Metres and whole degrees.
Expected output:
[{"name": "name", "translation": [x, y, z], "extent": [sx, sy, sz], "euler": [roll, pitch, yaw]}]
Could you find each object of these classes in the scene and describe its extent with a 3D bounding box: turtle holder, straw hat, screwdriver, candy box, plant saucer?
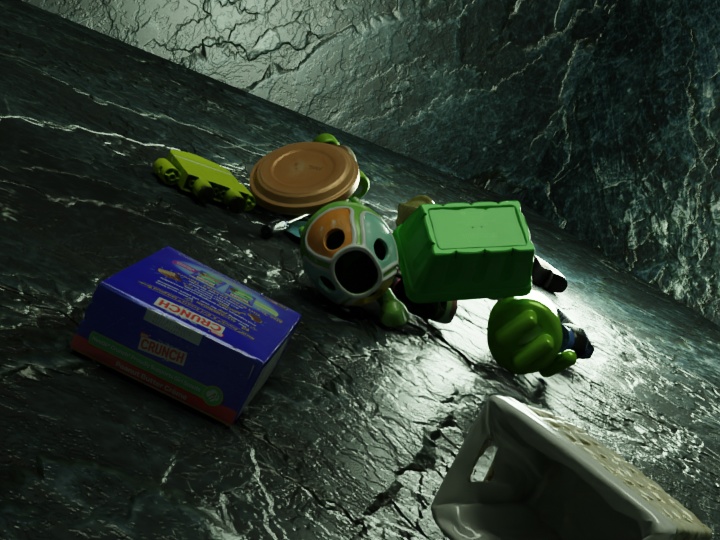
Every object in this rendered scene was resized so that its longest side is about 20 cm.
[{"name": "turtle holder", "translation": [-0.011, -0.001, 1.463], "extent": [0.139, 0.188, 0.132], "euler": [-10, 21, -6]}, {"name": "straw hat", "translation": [0.107, -0.092, 1.880], "extent": [0.199, 0.086, 0.201], "euler": [-19, 10, 4]}, {"name": "screwdriver", "translation": [-0.118, -0.084, 1.742], "extent": [0.029, 0.028, 0.200], "euler": [-17, 6, 26]}, {"name": "candy box", "translation": [-0.161, 0.058, 0.999], "extent": [0.168, 0.078, 0.200], "euler": [27, 11, 2]}, {"name": "plant saucer", "translation": [-0.101, -0.172, 1.816], "extent": [0.198, 0.033, 0.201], "euler": [-3, 41, 2]}]

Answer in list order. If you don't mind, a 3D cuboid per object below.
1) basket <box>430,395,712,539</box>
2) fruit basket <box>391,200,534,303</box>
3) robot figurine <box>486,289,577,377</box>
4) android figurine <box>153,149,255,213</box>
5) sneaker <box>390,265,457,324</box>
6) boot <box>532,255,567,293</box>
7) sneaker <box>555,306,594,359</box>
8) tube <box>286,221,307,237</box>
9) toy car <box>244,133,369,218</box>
[{"name": "basket", "translation": [0.182, 0.217, 0.880], "extent": [0.123, 0.137, 0.200], "euler": [15, 16, -46]}, {"name": "fruit basket", "translation": [0.147, -0.015, 1.539], "extent": [0.214, 0.215, 0.157], "euler": [16, 48, -37]}, {"name": "robot figurine", "translation": [0.255, 0.093, 1.590], "extent": [0.176, 0.115, 0.200], "euler": [53, 12, 0]}, {"name": "android figurine", "translation": [-0.270, -0.156, 1.765], "extent": [0.181, 0.041, 0.200], "euler": [16, 16, -35]}, {"name": "sneaker", "translation": [0.065, 0.012, 1.642], "extent": [0.199, 0.081, 0.086], "euler": [32, 16, 34]}, {"name": "boot", "translation": [0.405, -0.028, 2.516], "extent": [0.187, 0.069, 0.200], "euler": [21, 12, -17]}, {"name": "sneaker", "translation": [0.354, 0.103, 1.880], "extent": [0.077, 0.071, 0.200], "euler": [23, 17, -30]}, {"name": "tube", "translation": [-0.050, -0.062, 1.811], "extent": [0.198, 0.051, 0.077], "euler": [8, 11, -38]}, {"name": "toy car", "translation": [-0.114, -0.166, 1.908], "extent": [0.198, 0.159, 0.165], "euler": [2, 34, -33]}]
